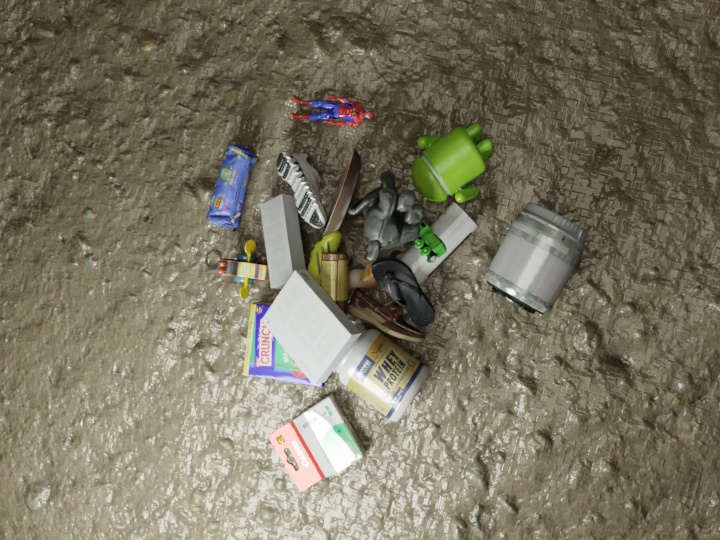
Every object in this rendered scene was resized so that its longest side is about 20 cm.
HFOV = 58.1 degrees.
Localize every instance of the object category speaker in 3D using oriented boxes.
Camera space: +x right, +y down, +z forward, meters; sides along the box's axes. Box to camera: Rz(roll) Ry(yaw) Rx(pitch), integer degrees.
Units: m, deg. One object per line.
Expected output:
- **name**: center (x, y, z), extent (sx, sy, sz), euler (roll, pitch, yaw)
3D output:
- **speaker**: center (0.168, -0.056, 1.460), extent (0.081, 0.081, 0.200), euler (45, 98, 7)

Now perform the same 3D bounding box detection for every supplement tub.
- **supplement tub**: center (0.040, 0.225, 1.457), extent (0.198, 0.144, 0.146), euler (34, 97, 8)

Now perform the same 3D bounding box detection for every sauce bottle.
- **sauce bottle**: center (-0.060, 0.061, 1.450), extent (0.064, 0.066, 0.205), euler (3, 92, 10)

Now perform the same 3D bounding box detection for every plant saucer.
- **plant saucer**: center (-0.037, -0.171, 1.444), extent (0.031, 0.200, 0.204), euler (19, 95, -7)

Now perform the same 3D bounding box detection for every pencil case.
- **pencil case**: center (-0.306, -0.198, 1.547), extent (0.086, 0.077, 0.204), euler (21, 96, 39)

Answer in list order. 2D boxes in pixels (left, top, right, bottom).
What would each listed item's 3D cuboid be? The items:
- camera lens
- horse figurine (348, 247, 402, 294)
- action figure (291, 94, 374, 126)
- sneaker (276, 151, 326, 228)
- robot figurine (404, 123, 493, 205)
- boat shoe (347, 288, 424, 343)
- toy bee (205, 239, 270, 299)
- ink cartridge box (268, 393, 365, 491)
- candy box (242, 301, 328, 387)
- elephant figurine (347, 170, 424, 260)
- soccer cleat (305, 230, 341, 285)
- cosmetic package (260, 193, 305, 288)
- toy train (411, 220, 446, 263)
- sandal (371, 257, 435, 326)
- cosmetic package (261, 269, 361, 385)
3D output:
- **camera lens**: center (0.372, -0.021, 1.382), extent (0.158, 0.160, 0.203), euler (29, 96, 9)
- **horse figurine**: center (0.000, 0.000, 1.483), extent (0.197, 0.050, 0.135), euler (-13, 63, 28)
- **action figure**: center (-0.064, -0.372, 1.516), extent (0.195, 0.052, 0.067), euler (7, 89, 8)
- **sneaker**: center (-0.119, -0.193, 1.498), extent (0.075, 0.080, 0.203), euler (-44, 67, 48)
- **robot figurine**: center (0.197, -0.234, 1.431), extent (0.199, 0.116, 0.177), euler (-36, 78, 8)
- **boat shoe**: center (0.064, 0.102, 1.490), extent (0.197, 0.072, 0.073), euler (26, 94, 17)
- **toy bee**: center (-0.288, 0.002, 1.534), extent (0.196, 0.109, 0.134), euler (-13, 91, 10)
- **ink cartridge box**: center (-0.108, 0.415, 1.539), extent (0.198, 0.050, 0.163), euler (-33, 85, 7)
- **candy box**: center (-0.167, 0.171, 1.529), extent (0.195, 0.077, 0.173), euler (7, 91, 11)
- **elephant figurine**: center (0.044, -0.128, 1.424), extent (0.152, 0.200, 0.145), euler (-10, 112, -24)
- **soccer cleat**: center (-0.093, -0.002, 1.510), extent (0.084, 0.064, 0.202), euler (42, 109, 20)
- **cosmetic package**: center (-0.179, -0.066, 1.509), extent (0.082, 0.050, 0.205), euler (-19, 75, 40)
- **toy train**: center (0.126, -0.087, 1.434), extent (0.056, 0.042, 0.201), euler (-38, 43, 2)
- **sandal**: center (0.100, 0.048, 1.425), extent (0.076, 0.043, 0.200), euler (-35, 112, 22)
- **cosmetic package**: center (-0.111, 0.122, 1.418), extent (0.200, 0.051, 0.152), euler (47, 111, 22)
